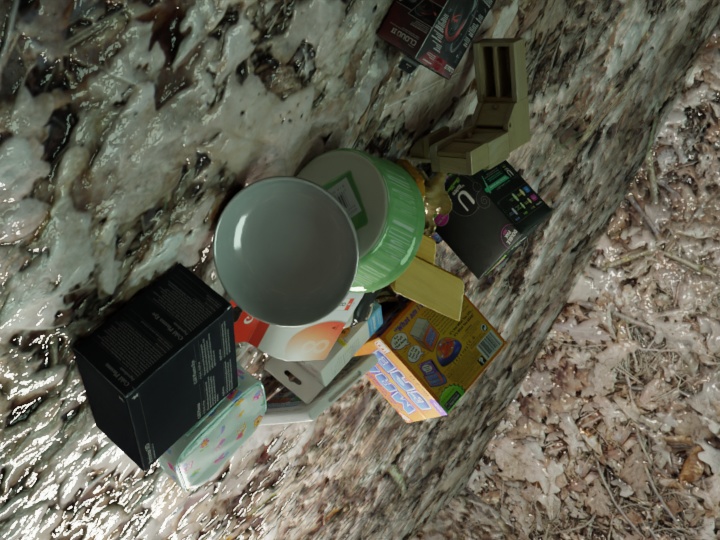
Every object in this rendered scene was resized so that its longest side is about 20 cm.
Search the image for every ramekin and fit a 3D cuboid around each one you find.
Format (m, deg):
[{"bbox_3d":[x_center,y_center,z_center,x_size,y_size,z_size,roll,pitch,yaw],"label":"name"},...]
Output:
[{"bbox_3d":[-0.016,-0.075,1.353,0.201,0.199,0.097,-57,151,7],"label":"ramekin"}]

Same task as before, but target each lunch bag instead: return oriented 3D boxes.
[{"bbox_3d":[-0.236,0.242,1.509,0.200,0.077,0.161,-45,156,-24],"label":"lunch bag"}]

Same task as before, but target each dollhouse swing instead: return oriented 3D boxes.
[{"bbox_3d":[0.115,-0.059,1.585,0.178,0.180,0.200,-62,-162,13],"label":"dollhouse swing"}]

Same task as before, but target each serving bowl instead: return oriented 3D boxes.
[{"bbox_3d":[-0.095,-0.030,1.272,0.202,0.198,0.066,-60,180,16],"label":"serving bowl"}]

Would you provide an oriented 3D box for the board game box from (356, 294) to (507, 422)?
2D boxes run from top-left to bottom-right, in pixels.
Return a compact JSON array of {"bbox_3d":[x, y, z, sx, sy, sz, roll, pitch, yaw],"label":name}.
[{"bbox_3d":[0.128,0.155,1.901,0.200,0.200,0.200,-44,-175,-24],"label":"board game box"}]

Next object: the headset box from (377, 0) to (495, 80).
[{"bbox_3d":[0.116,-0.371,1.349,0.202,0.075,0.148,-60,158,13],"label":"headset box"}]

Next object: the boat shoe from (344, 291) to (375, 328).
[{"bbox_3d":[0.000,0.000,1.500,0.060,0.074,0.203,-11,122,-34],"label":"boat shoe"}]

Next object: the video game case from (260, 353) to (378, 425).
[{"bbox_3d":[-0.086,0.214,1.701,0.182,0.024,0.199,-38,-166,-37],"label":"video game case"}]

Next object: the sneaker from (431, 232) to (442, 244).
[{"bbox_3d":[0.124,-0.084,1.794,0.199,0.078,0.076,-31,149,-46],"label":"sneaker"}]

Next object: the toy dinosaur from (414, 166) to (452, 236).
[{"bbox_3d":[0.121,-0.142,1.664,0.058,0.101,0.201,-44,160,-33],"label":"toy dinosaur"}]

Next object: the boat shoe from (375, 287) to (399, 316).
[{"bbox_3d":[0.006,0.080,1.790,0.201,0.074,0.075,-32,150,-46],"label":"boat shoe"}]

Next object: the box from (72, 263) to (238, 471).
[{"bbox_3d":[-0.261,0.128,1.247,0.182,0.104,0.201,-43,156,-31],"label":"box"}]

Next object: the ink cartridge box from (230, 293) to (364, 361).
[{"bbox_3d":[-0.109,0.072,1.438,0.198,0.050,0.163,-2,137,-37],"label":"ink cartridge box"}]

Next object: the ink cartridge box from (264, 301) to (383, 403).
[{"bbox_3d":[-0.067,0.113,1.626,0.200,0.115,0.068,-47,157,-20],"label":"ink cartridge box"}]

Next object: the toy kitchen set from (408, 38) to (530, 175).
[{"bbox_3d":[0.163,-0.276,1.587,0.199,0.161,0.183,-32,122,-45],"label":"toy kitchen set"}]

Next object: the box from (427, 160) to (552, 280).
[{"bbox_3d":[0.219,-0.117,1.736,0.124,0.200,0.149,-32,168,-44],"label":"box"}]

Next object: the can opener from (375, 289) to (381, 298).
[{"bbox_3d":[0.005,0.057,1.734,0.201,0.052,0.067,-59,135,-27],"label":"can opener"}]
